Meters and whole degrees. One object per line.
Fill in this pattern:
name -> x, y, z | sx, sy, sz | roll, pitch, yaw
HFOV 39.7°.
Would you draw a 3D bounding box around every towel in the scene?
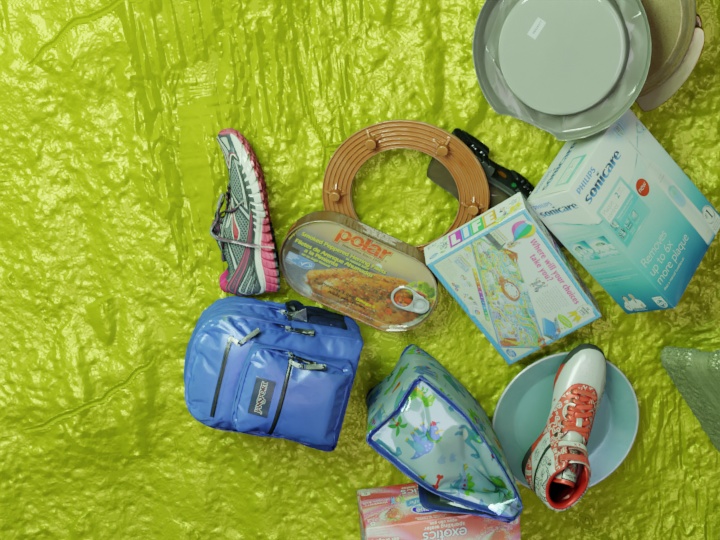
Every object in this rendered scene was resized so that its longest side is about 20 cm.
towel -> 0.479, 0.174, 1.273 | 0.036, 0.148, 0.200 | -45, 107, -21

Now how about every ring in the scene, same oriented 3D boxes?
ring -> 0.052, -0.082, 1.171 | 0.198, 0.019, 0.202 | 5, 123, 8

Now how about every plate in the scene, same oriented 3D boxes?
plate -> 0.267, 0.198, 1.310 | 0.198, 0.026, 0.202 | -2, 107, -7

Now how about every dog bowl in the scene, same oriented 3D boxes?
dog bowl -> 0.228, -0.250, 1.121 | 0.198, 0.059, 0.202 | 6, 107, 21

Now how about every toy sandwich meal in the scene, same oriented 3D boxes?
toy sandwich meal -> 0.300, -0.287, 1.152 | 0.203, 0.070, 0.207 | 7, 108, 21

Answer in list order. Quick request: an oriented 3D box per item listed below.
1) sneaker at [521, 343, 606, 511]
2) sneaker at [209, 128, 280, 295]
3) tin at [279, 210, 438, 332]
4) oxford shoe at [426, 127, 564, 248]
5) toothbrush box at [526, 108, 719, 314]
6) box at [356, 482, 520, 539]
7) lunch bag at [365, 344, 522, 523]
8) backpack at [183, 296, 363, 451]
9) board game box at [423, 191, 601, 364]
sneaker -> 0.268, 0.199, 1.241 | 0.067, 0.108, 0.203 | 20, 102, -12
sneaker -> -0.141, -0.064, 1.159 | 0.074, 0.081, 0.202 | -8, 107, -2
tin -> 0.000, 0.000, 1.196 | 0.199, 0.042, 0.112 | 25, 124, -8
oxford shoe -> 0.163, -0.081, 1.204 | 0.199, 0.073, 0.084 | 37, 115, -13
toothbrush box -> 0.314, -0.070, 1.179 | 0.200, 0.085, 0.147 | 45, 65, -15
box -> 0.101, 0.336, 1.289 | 0.198, 0.103, 0.096 | -6, 106, -6
lunch bag -> 0.105, 0.206, 1.207 | 0.199, 0.170, 0.128 | 38, 99, -7
backpack -> -0.107, 0.116, 1.171 | 0.198, 0.168, 0.164 | 14, 97, -7
board game box -> 0.185, 0.015, 1.200 | 0.134, 0.034, 0.200 | -29, 124, 18
